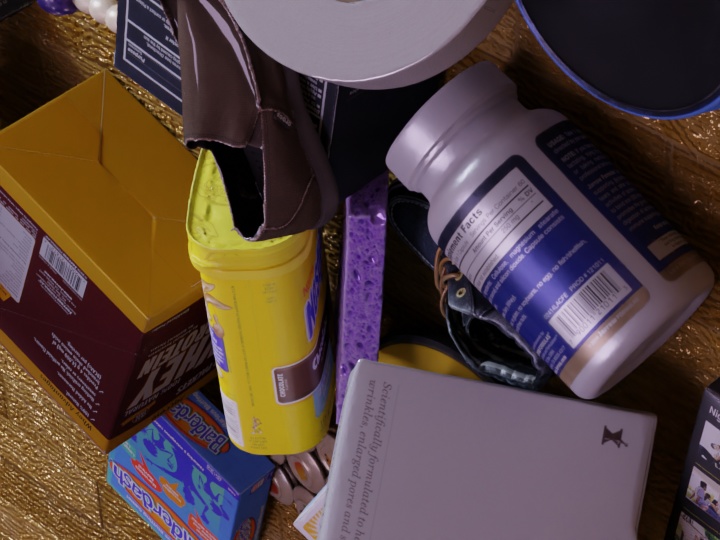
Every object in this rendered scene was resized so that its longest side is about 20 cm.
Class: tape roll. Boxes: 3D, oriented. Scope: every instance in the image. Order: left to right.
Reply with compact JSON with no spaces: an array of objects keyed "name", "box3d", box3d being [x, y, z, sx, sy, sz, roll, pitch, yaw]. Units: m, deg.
[{"name":"tape roll","box3d":[0.006,-0.206,1.388,0.202,0.037,0.204,-2,85,26]}]

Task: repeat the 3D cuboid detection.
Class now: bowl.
[{"name":"bowl","box3d":[0.159,-0.178,1.375,0.200,0.039,0.201,31,139,31]}]

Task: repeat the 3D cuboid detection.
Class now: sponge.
[{"name":"sponge","box3d":[0.000,0.000,1.664,0.030,0.112,0.200,2,133,-2]}]

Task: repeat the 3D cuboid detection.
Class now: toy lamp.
[{"name":"toy lamp","box3d":[-0.153,-0.171,1.754,0.200,0.058,0.058,35,142,30]}]

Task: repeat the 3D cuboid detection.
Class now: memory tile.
[{"name":"memory tile","box3d":[-0.027,0.169,1.895,0.200,0.017,0.154,36,148,37]}]

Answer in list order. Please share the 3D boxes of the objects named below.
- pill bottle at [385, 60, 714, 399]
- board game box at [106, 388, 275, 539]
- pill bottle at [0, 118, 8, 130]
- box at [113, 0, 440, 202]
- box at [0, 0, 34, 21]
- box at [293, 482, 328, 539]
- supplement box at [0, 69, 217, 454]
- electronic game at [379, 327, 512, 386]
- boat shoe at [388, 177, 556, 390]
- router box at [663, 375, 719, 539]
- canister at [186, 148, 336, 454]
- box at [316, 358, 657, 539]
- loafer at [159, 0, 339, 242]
[{"name":"pill bottle","box3d":[0.115,-0.028,1.491,0.200,0.116,0.116,48,146,11]},{"name":"board game box","box3d":[-0.147,0.173,2.030,0.152,0.045,0.200,43,152,18]},{"name":"pill bottle","box3d":[-0.337,-0.087,1.939,0.112,0.112,0.200,50,-178,7]},{"name":"box","box3d":[-0.050,-0.181,1.554,0.200,0.123,0.199,37,141,23]},{"name":"box","box3d":[-0.401,-0.200,1.904,0.196,0.200,0.118,-16,106,54]},{"name":"box","box3d":[0.069,0.196,1.687,0.200,0.101,0.113,45,142,2]},{"name":"supplement box","box3d":[-0.200,-0.005,1.883,0.197,0.133,0.200,44,145,15]},{"name":"electronic game","box3d":[0.072,0.131,1.745,0.200,0.042,0.200,31,139,31]},{"name":"boat shoe","box3d":[0.073,0.002,1.589,0.200,0.091,0.071,31,140,32]},{"name":"router box","box3d":[0.292,0.166,1.494,0.200,0.051,0.149,35,140,27]},{"name":"canister","box3d":[-0.066,0.015,1.728,0.086,0.149,0.200,-2,130,6]},{"name":"box","box3d":[0.072,0.174,1.553,0.199,0.200,0.131,12,172,-2]},{"name":"loafer","box3d":[-0.077,-0.104,1.484,0.073,0.071,0.200,-4,117,50]}]
